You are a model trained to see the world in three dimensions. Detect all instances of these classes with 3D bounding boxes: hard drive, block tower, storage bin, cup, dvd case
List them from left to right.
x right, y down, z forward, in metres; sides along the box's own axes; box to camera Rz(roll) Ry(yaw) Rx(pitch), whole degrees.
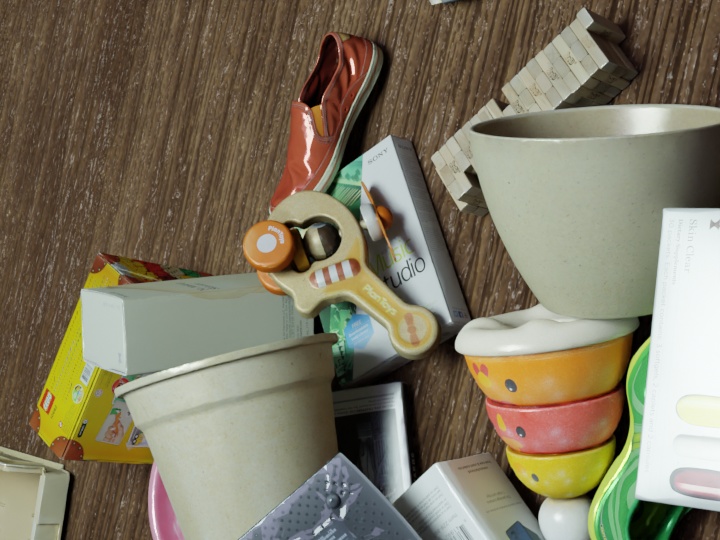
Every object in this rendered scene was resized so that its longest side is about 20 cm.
[{"bbox_3d":[-0.444,0.314,1.533,0.198,0.094,0.201,6,86,42],"label":"storage bin"},{"bbox_3d":[-0.019,0.211,1.192,0.150,0.025,0.201,-10,74,17],"label":"dvd case"},{"bbox_3d":[0.003,0.257,1.007,0.135,0.042,0.200,-41,75,1],"label":"hard drive"},{"bbox_3d":[0.147,-0.131,1.119,0.200,0.054,0.058,-45,57,27],"label":"block tower"},{"bbox_3d":[0.187,-0.045,0.993,0.200,0.200,0.144,7,108,42],"label":"cup"}]

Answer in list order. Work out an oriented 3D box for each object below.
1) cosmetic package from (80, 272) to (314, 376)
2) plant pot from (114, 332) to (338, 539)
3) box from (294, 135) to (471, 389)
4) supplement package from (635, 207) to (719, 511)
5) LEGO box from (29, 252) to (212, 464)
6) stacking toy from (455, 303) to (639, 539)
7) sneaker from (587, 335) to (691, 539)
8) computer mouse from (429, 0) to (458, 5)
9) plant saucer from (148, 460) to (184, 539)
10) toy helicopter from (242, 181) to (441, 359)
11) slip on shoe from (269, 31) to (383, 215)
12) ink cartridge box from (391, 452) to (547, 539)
[{"bbox_3d":[-0.153,0.048,1.237,0.103,0.200,0.073,8,101,55],"label":"cosmetic package"},{"bbox_3d":[-0.093,0.168,1.127,0.200,0.200,0.184,-20,82,37],"label":"plant pot"},{"bbox_3d":[0.014,-0.007,1.226,0.144,0.036,0.200,-33,61,32],"label":"box"},{"bbox_3d":[0.283,0.067,0.898,0.111,0.156,0.201,2,83,41],"label":"supplement package"},{"bbox_3d":[-0.230,0.096,1.345,0.077,0.149,0.200,35,105,42],"label":"LEGO box"},{"bbox_3d":[0.160,0.130,1.035,0.146,0.146,0.201,-6,95,40],"label":"stacking toy"},{"bbox_3d":[0.234,0.134,0.975,0.084,0.074,0.201,-139,60,-66],"label":"sneaker"},{"bbox_3d":[0.067,-0.317,1.233,0.200,0.046,0.141,1,88,36],"label":"computer mouse"},{"bbox_3d":[-0.131,0.228,1.303,0.200,0.051,0.201,-9,76,39],"label":"plant saucer"},{"bbox_3d":[0.000,0.000,1.167,0.200,0.079,0.132,41,80,20],"label":"toy helicopter"},{"bbox_3d":[-0.045,-0.140,1.261,0.074,0.061,0.200,22,87,59],"label":"slip on shoe"},{"bbox_3d":[0.095,0.272,1.057,0.145,0.087,0.200,-48,63,26],"label":"ink cartridge box"}]
